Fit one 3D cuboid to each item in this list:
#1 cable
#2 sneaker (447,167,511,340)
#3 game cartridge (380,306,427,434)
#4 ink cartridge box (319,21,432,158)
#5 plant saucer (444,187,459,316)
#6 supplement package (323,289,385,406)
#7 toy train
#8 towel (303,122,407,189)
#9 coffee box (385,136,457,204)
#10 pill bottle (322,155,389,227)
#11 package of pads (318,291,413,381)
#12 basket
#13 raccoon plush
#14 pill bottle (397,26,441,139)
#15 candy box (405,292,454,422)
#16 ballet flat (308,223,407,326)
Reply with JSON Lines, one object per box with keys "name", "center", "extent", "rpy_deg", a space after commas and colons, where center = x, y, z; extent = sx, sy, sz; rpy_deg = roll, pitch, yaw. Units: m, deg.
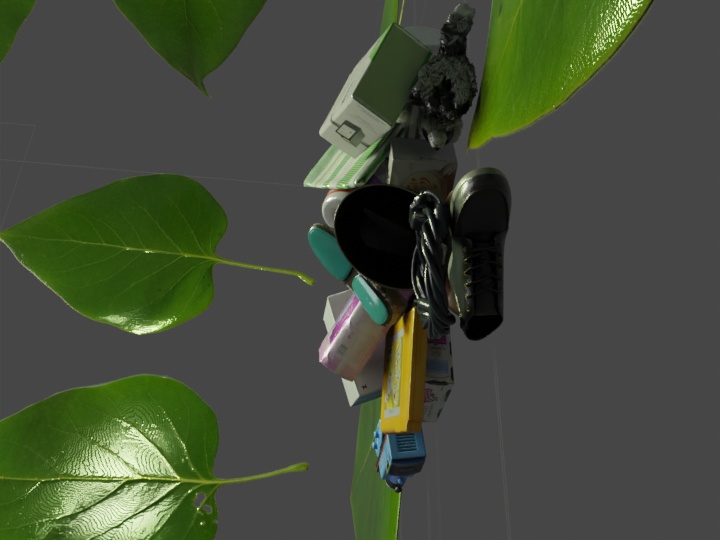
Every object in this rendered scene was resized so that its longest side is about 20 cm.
{"name": "cable", "center": [0.093, 0.004, 0.863], "extent": [0.201, 0.049, 0.167], "rpy_deg": [88, 174, -69]}
{"name": "sneaker", "center": [0.145, -0.015, 0.801], "extent": [0.203, 0.073, 0.108], "rpy_deg": [86, 179, -48]}
{"name": "game cartridge", "center": [0.066, 0.163, 1.082], "extent": [0.200, 0.032, 0.181], "rpy_deg": [118, 157, -74]}
{"name": "ink cartridge box", "center": [0.019, -0.288, 1.137], "extent": [0.148, 0.083, 0.199], "rpy_deg": [-62, 13, -13]}
{"name": "plant saucer", "center": [0.143, -0.034, 1.028], "extent": [0.200, 0.034, 0.206], "rpy_deg": [-177, 90, -85]}
{"name": "supplement package", "center": [0.024, 0.142, 1.349], "extent": [0.200, 0.144, 0.195], "rpy_deg": [110, 142, -73]}
{"name": "toy train", "center": [0.071, 0.342, 1.310], "extent": [0.202, 0.084, 0.116], "rpy_deg": [100, 167, -53]}
{"name": "towel", "center": [-0.015, -0.210, 1.265], "extent": [0.154, 0.023, 0.198], "rpy_deg": [-54, 31, -14]}
{"name": "coffee box", "center": [0.095, -0.119, 1.206], "extent": [0.081, 0.111, 0.204], "rpy_deg": [-91, 7, -53]}
{"name": "pill bottle", "center": [0.009, -0.169, 1.321], "extent": [0.112, 0.109, 0.203], "rpy_deg": [100, -170, -55]}
{"name": "package of pads", "center": [0.009, 0.081, 1.170], "extent": [0.202, 0.075, 0.121], "rpy_deg": [-56, 6, 2]}
{"name": "basket", "center": [0.058, -0.062, 1.054], "extent": [0.138, 0.177, 0.200], "rpy_deg": [-64, -2, 12]}
{"name": "raccoon plush", "center": [0.147, -0.289, 1.085], "extent": [0.203, 0.095, 0.134], "rpy_deg": [-62, -11, -7]}
{"name": "pill bottle", "center": [0.105, -0.329, 1.265], "extent": [0.115, 0.111, 0.204], "rpy_deg": [-92, 8, -54]}
{"name": "candy box", "center": [0.108, 0.129, 1.151], "extent": [0.138, 0.059, 0.204], "rpy_deg": [101, 171, -52]}
{"name": "ballet flat", "center": [0.000, 0.000, 1.086], "extent": [0.075, 0.200, 0.068], "rpy_deg": [-26, -21, -46]}
